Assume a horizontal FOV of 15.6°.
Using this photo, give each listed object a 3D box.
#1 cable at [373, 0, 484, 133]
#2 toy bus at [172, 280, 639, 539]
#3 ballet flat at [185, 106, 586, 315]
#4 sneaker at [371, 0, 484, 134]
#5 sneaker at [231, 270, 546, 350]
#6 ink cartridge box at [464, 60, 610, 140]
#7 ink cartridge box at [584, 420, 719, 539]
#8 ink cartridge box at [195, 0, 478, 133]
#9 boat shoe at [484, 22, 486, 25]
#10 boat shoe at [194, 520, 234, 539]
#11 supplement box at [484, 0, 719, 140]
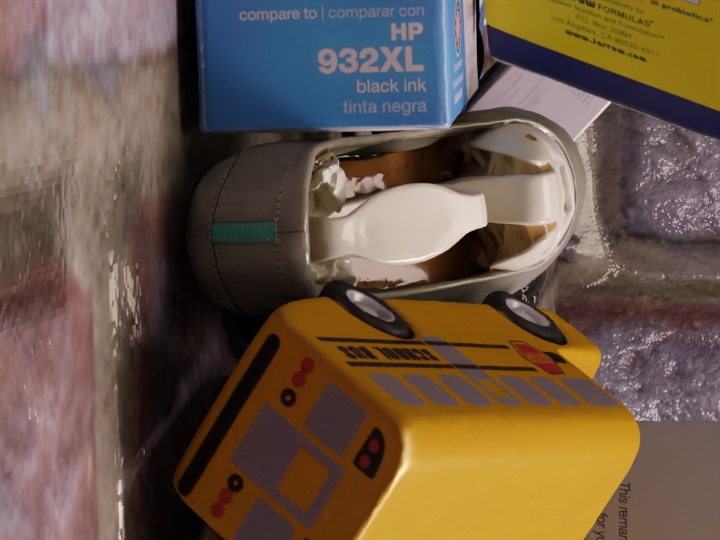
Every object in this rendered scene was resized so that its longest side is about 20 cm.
[{"bbox_3d":[0.021,-0.144,1.049,0.200,0.051,0.163,-58,134,-63],"label":"cable"},{"bbox_3d":[0.024,0.052,0.815,0.200,0.078,0.065,5,119,-60],"label":"toy bus"},{"bbox_3d":[0.029,-0.018,0.868,0.200,0.064,0.068,-11,95,-47],"label":"ballet flat"},{"bbox_3d":[0.050,-0.052,1.217,0.079,0.089,0.200,-96,-173,-62],"label":"sneaker"},{"bbox_3d":[0.000,0.000,0.977,0.200,0.090,0.079,-21,127,-62],"label":"sneaker"},{"bbox_3d":[0.091,-0.091,1.091,0.200,0.044,0.094,-47,-176,11],"label":"ink cartridge box"},{"bbox_3d":[0.061,0.133,0.935,0.083,0.200,0.147,80,13,-54],"label":"ink cartridge box"},{"bbox_3d":[-0.007,-0.152,0.871,0.145,0.084,0.200,-51,140,-79],"label":"ink cartridge box"},{"bbox_3d":[0.062,-0.149,1.238,0.200,0.071,0.064,-142,-116,-64],"label":"boat shoe"},{"bbox_3d":[-0.027,0.100,0.834,0.072,0.072,0.200,-60,-179,14],"label":"boat shoe"},{"bbox_3d":[0.106,-0.161,0.854,0.109,0.109,0.200,-42,141,-34],"label":"supplement box"}]
